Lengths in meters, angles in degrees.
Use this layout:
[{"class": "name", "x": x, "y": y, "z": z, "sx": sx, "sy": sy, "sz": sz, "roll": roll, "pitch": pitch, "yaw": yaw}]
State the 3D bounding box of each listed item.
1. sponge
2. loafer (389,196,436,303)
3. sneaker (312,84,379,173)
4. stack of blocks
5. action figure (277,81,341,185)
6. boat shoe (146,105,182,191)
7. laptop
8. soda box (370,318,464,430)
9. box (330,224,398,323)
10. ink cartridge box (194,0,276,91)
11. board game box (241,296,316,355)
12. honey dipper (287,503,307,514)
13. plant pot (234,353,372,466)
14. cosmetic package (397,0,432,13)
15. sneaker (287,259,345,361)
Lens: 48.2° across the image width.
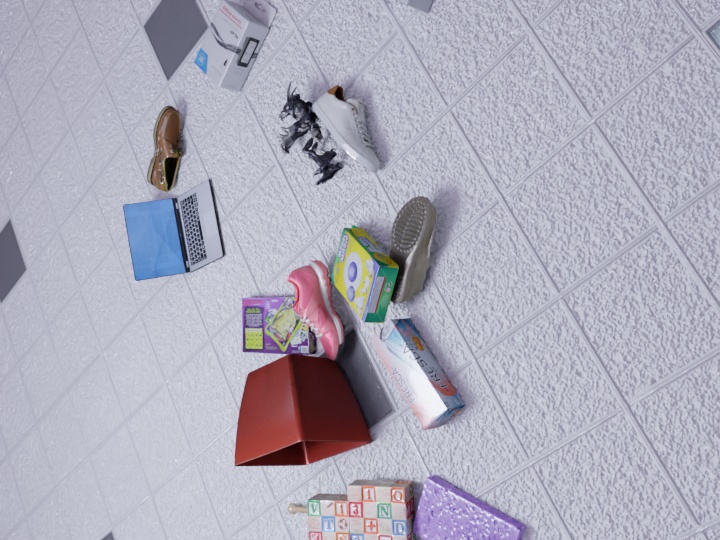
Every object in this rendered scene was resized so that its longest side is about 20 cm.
[{"class": "sponge", "x": 0.186, "y": 0.455, "z": 1.416, "sx": 0.198, "sy": 0.030, "sz": 0.113, "roll": 21, "pitch": 103, "yaw": 37}, {"class": "loafer", "x": 0.096, "y": -0.038, "z": 1.472, "sx": 0.075, "sy": 0.068, "sz": 0.203, "roll": 31, "pitch": 112, "yaw": 39}, {"class": "sneaker", "x": -0.013, "y": -0.281, "z": 1.564, "sx": 0.085, "sy": 0.073, "sz": 0.201, "roll": -43, "pitch": 70, "yaw": 16}, {"class": "stack of blocks", "x": 0.001, "y": 0.456, "z": 1.510, "sx": 0.197, "sy": 0.058, "sz": 0.117, "roll": -4, "pitch": 87, "yaw": 20}, {"class": "action figure", "x": -0.121, "y": -0.276, "z": 1.625, "sx": 0.101, "sy": 0.119, "sz": 0.202, "roll": -28, "pitch": 77, "yaw": 0}, {"class": "boat shoe", "x": -0.456, "y": -0.289, "z": 1.932, "sx": 0.068, "sy": 0.072, "sz": 0.203, "roll": 28, "pitch": 116, "yaw": 31}, {"class": "laptop", "x": -0.436, "y": -0.094, "z": 1.877, "sx": 0.198, "sy": 0.115, "sz": 0.190, "roll": -21, "pitch": 77, "yaw": 37}, {"class": "soda box", "x": 0.102, "y": 0.186, "z": 1.468, "sx": 0.068, "sy": 0.063, "sz": 0.201, "roll": -47, "pitch": 63, "yaw": 28}, {"class": "box", "x": 0.000, "y": 0.000, "z": 1.520, "sx": 0.200, "sy": 0.048, "sz": 0.119, "roll": -130, "pitch": 50, "yaw": -56}, {"class": "ink cartridge box", "x": -0.279, "y": -0.517, "z": 1.787, "sx": 0.116, "sy": 0.067, "sz": 0.201, "roll": 44, "pitch": 115, "yaw": 30}, {"class": "board game box", "x": -0.176, "y": 0.116, "z": 1.718, "sx": 0.198, "sy": 0.032, "sz": 0.122, "roll": -2, "pitch": 92, "yaw": 38}, {"class": "honey dipper", "x": -0.071, "y": 0.484, "z": 1.619, "sx": 0.198, "sy": 0.038, "sz": 0.039, "roll": -6, "pitch": 86, "yaw": 39}, {"class": "plant pot", "x": -0.124, "y": 0.272, "z": 1.577, "sx": 0.198, "sy": 0.199, "sz": 0.179, "roll": -27, "pitch": 64, "yaw": 35}, {"class": "cosmetic package", "x": 0.109, "y": -0.589, "z": 1.471, "sx": 0.101, "sy": 0.071, "sz": 0.202, "roll": 34, "pitch": 111, "yaw": 34}, {"class": "sneaker", "x": -0.093, "y": 0.086, "z": 1.593, "sx": 0.074, "sy": 0.086, "sz": 0.203, "roll": -22, "pitch": 83, "yaw": 66}]
